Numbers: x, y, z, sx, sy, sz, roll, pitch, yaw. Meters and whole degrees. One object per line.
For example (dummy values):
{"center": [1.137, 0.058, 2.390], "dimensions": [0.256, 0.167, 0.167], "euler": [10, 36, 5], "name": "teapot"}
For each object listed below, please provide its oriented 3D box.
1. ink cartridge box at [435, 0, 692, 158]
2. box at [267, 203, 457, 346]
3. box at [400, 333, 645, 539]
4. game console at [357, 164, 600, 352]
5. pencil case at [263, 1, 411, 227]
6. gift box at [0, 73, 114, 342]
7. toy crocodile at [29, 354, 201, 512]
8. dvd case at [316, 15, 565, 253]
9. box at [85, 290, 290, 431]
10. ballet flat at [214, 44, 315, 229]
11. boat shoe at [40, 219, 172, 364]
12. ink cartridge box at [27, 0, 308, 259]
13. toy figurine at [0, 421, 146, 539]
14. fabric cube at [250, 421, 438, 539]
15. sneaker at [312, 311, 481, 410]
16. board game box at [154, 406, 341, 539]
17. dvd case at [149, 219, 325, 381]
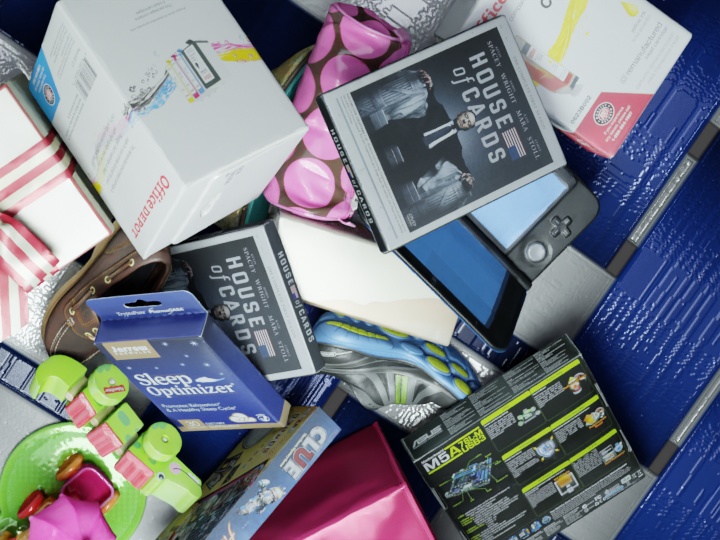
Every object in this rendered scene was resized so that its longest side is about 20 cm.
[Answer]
{"center": [0.193, -0.224, 1.488], "dimensions": [0.199, 0.083, 0.146], "euler": [32, 96, -12], "name": "ink cartridge box"}
{"center": [0.000, 0.000, 1.507], "dimensions": [0.198, 0.095, 0.078], "euler": [17, 100, -8], "name": "box"}
{"center": [0.168, 0.190, 1.560], "dimensions": [0.199, 0.048, 0.194], "euler": [-33, 122, 1], "name": "box"}
{"center": [0.116, -0.058, 1.445], "dimensions": [0.171, 0.118, 0.200], "euler": [-45, 104, 6], "name": "game console"}
{"center": [-0.017, -0.145, 1.446], "dimensions": [0.093, 0.091, 0.202], "euler": [24, 103, 26], "name": "pencil case"}
{"center": [-0.340, -0.051, 1.407], "dimensions": [0.200, 0.187, 0.185], "euler": [-39, 103, 1], "name": "gift box"}
{"center": [-0.233, 0.158, 1.486], "dimensions": [0.200, 0.062, 0.067], "euler": [47, 132, -5], "name": "toy crocodile"}
{"center": [0.075, -0.125, 1.391], "dimensions": [0.199, 0.025, 0.152], "euler": [-26, 95, -20], "name": "dvd case"}
{"center": [-0.163, 0.089, 1.435], "dimensions": [0.120, 0.033, 0.200], "euler": [-5, 142, 27], "name": "box"}
{"center": [-0.098, -0.131, 1.487], "dimensions": [0.070, 0.071, 0.202], "euler": [21, 97, -11], "name": "ballet flat"}
{"center": [-0.241, 0.031, 1.459], "dimensions": [0.070, 0.071, 0.200], "euler": [7, 134, -38], "name": "boat shoe"}
{"center": [-0.174, -0.146, 1.374], "dimensions": [0.144, 0.147, 0.201], "euler": [-30, 81, -32], "name": "ink cartridge box"}
{"center": [-0.300, 0.261, 1.478], "dimensions": [0.200, 0.184, 0.150], "euler": [-42, 103, 4], "name": "toy figurine"}
{"center": [-0.015, 0.303, 1.516], "dimensions": [0.198, 0.196, 0.201], "euler": [-28, 103, -2], "name": "fabric cube"}
{"center": [0.036, 0.104, 1.554], "dimensions": [0.198, 0.071, 0.083], "euler": [21, 120, -13], "name": "sneaker"}
{"center": [-0.116, 0.215, 1.481], "dimensions": [0.035, 0.135, 0.200], "euler": [46, 71, -13], "name": "board game box"}
{"center": [-0.141, 0.040, 1.476], "dimensions": [0.198, 0.025, 0.152], "euler": [-11, 105, 34], "name": "dvd case"}
